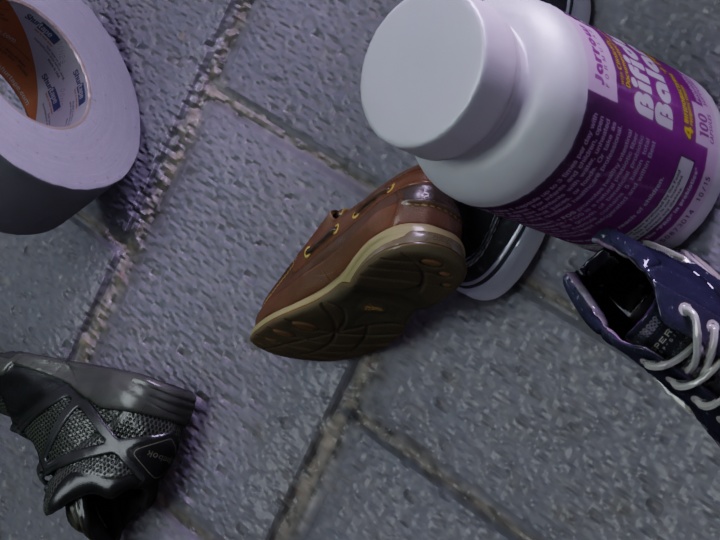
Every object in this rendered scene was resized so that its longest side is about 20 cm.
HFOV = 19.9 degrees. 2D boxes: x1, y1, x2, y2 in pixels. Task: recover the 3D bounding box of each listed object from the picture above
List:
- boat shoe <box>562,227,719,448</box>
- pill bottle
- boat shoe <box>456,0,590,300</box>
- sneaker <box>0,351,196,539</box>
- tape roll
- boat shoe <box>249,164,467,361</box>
[{"bbox_3d":[0.180,0.054,1.035,0.075,0.093,0.200,-57,47,15],"label":"boat shoe"},{"bbox_3d":[0.096,-0.079,1.078,0.112,0.200,0.113,-14,69,40],"label":"pill bottle"},{"bbox_3d":[0.077,-0.085,1.189,0.072,0.068,0.200,16,89,44],"label":"boat shoe"},{"bbox_3d":[-0.203,0.118,1.387,0.199,0.076,0.114,9,78,39],"label":"sneaker"},{"bbox_3d":[-0.246,-0.127,1.413,0.066,0.200,0.201,-32,58,31],"label":"tape roll"},{"bbox_3d":[0.000,0.000,1.224,0.200,0.072,0.068,-36,43,52],"label":"boat shoe"}]
